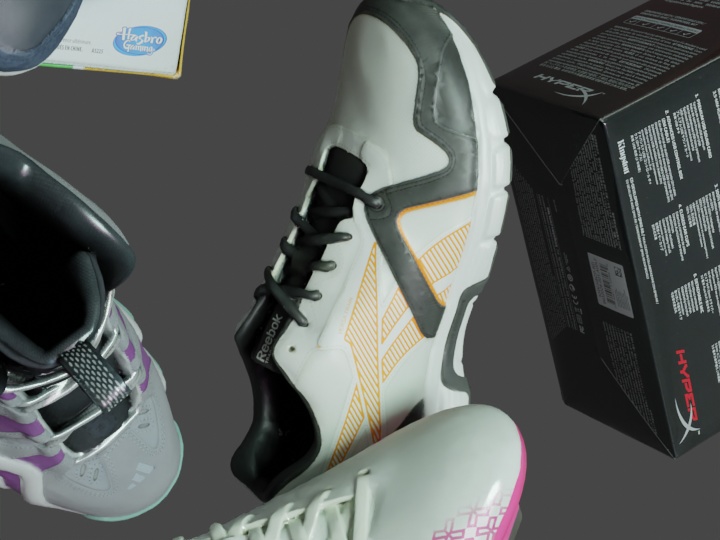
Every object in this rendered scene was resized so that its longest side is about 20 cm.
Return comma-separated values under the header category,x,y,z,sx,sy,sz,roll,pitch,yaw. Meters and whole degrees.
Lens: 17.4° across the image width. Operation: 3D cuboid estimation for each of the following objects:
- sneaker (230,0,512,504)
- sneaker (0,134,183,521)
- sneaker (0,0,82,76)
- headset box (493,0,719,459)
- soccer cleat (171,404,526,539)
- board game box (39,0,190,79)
category,x,y,z,sx,sy,sz,roll,pitch,yaw
sneaker,0.000,0.000,0.831,0.080,0.074,0.200,-4,107,-31
sneaker,-0.098,0.025,0.729,0.078,0.140,0.200,-47,124,-13
sneaker,-0.075,-0.141,0.640,0.077,0.146,0.203,-6,110,-34
headset box,0.163,-0.042,0.925,0.200,0.075,0.149,-29,119,-23
soccer cleat,-0.030,0.111,0.808,0.086,0.070,0.200,30,117,-32
board game box,-0.113,-0.166,0.721,0.153,0.040,0.200,4,103,-35
